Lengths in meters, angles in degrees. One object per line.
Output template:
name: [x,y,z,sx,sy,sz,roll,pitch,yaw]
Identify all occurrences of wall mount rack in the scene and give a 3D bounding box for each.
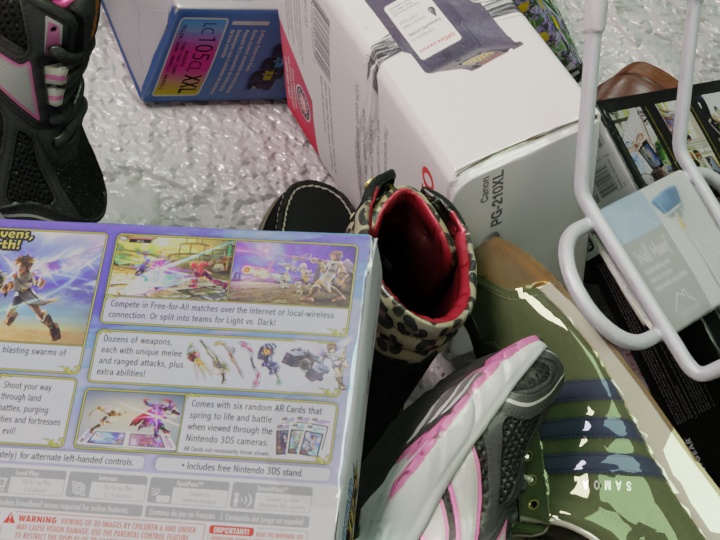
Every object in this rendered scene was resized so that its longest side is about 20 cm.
wall mount rack: [0.152,-0.047,0.823,0.200,0.074,0.175,-23,82,-55]

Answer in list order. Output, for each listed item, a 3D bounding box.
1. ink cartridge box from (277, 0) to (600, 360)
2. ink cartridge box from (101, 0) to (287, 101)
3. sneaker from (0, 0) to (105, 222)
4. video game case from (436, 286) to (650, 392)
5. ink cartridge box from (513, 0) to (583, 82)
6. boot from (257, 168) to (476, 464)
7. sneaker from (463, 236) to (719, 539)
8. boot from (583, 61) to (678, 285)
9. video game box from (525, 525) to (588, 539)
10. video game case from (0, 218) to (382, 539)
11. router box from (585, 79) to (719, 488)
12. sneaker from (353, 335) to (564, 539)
ink cartridge box: [0.035,-0.080,0.904,0.084,0.145,0.201,-22,54,-14]
ink cartridge box: [-0.047,-0.171,1.030,0.199,0.077,0.137,-5,55,-30]
sneaker: [-0.145,-0.095,0.751,0.086,0.201,0.081,-7,44,18]
video game case: [0.158,0.086,0.946,0.199,0.023,0.183,-11,57,-35]
ink cartridge box: [0.059,-0.191,1.041,0.200,0.050,0.109,44,22,-48]
boot: [0.001,0.001,0.843,0.073,0.154,0.205,12,46,-16]
sneaker: [0.084,0.084,0.778,0.090,0.067,0.201,-32,75,-18]
boot: [0.181,-0.034,1.033,0.186,0.065,0.200,29,38,18]
video game box: [0.102,0.172,0.803,0.199,0.047,0.183,30,52,0]
video game case: [-0.098,0.069,0.677,0.198,0.046,0.182,3,60,8]
router box: [0.188,0.002,0.935,0.149,0.051,0.201,-14,75,-48]
sneaker: [0.030,0.121,0.719,0.086,0.080,0.200,40,71,-10]
